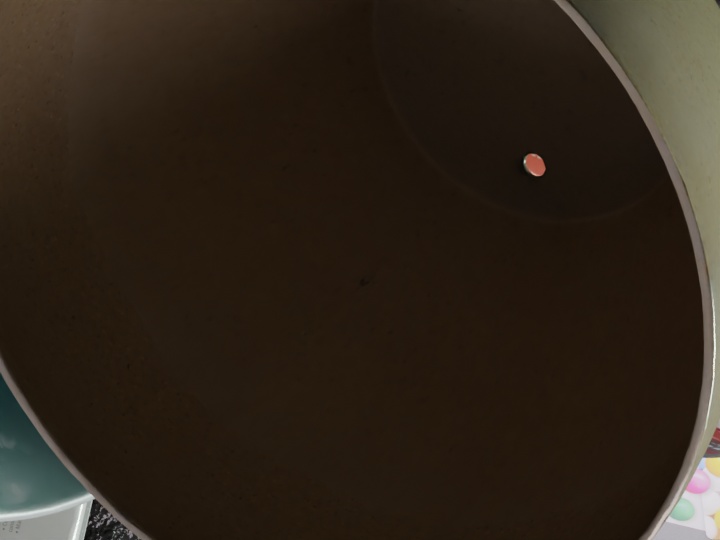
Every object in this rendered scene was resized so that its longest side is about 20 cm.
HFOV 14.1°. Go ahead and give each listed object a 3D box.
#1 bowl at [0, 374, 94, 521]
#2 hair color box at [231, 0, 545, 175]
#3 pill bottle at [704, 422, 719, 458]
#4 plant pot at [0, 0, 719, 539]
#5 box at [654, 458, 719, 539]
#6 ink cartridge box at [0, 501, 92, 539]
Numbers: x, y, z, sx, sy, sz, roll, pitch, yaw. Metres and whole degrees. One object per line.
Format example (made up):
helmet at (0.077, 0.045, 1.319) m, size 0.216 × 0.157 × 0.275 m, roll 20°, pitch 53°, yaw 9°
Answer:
bowl at (-0.126, -0.024, 1.014) m, size 0.200 × 0.201 × 0.105 m, roll 20°, pitch -170°, yaw -47°
hair color box at (0.012, -0.060, 0.877) m, size 0.101 × 0.062 × 0.200 m, roll 7°, pitch 170°, yaw 45°
pill bottle at (0.129, 0.010, 1.032) m, size 0.110 × 0.111 × 0.200 m, roll 14°, pitch 174°, yaw -7°
plant pot at (0.017, -0.030, 0.713) m, size 0.200 × 0.201 × 0.134 m, roll 10°, pitch -149°, yaw 26°
box at (0.191, 0.075, 1.200) m, size 0.155 × 0.201 × 0.041 m, roll 12°, pitch -145°, yaw 11°
ink cartridge box at (-0.205, 0.029, 1.466) m, size 0.175 × 0.201 × 0.045 m, roll 13°, pitch 175°, yaw 2°
